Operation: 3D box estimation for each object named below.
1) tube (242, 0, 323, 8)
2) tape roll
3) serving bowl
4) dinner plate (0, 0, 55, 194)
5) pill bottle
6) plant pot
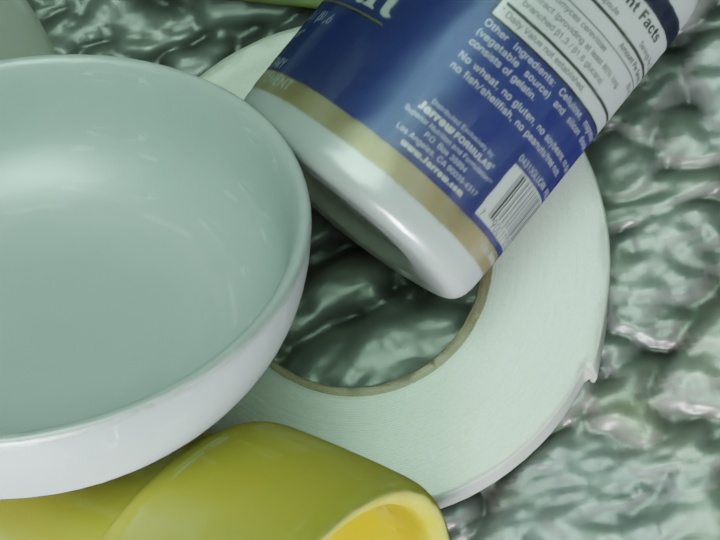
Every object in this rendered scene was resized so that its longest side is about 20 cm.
[{"bbox_3d":[-0.001,-0.133,1.026,0.200,0.052,0.058,6,101,3],"label":"tube"},{"bbox_3d":[0.000,0.000,1.004,0.203,0.037,0.203,-1,78,5],"label":"tape roll"},{"bbox_3d":[-0.113,0.010,0.877,0.200,0.066,0.200,-4,42,3],"label":"serving bowl"},{"bbox_3d":[-0.199,-0.052,0.939,0.200,0.024,0.200,4,80,-24],"label":"dinner plate"},{"bbox_3d":[0.055,-0.098,0.944,0.111,0.111,0.200,38,83,11],"label":"pill bottle"},{"bbox_3d":[-0.097,0.132,0.916,0.189,0.201,0.201,24,82,24],"label":"plant pot"}]
